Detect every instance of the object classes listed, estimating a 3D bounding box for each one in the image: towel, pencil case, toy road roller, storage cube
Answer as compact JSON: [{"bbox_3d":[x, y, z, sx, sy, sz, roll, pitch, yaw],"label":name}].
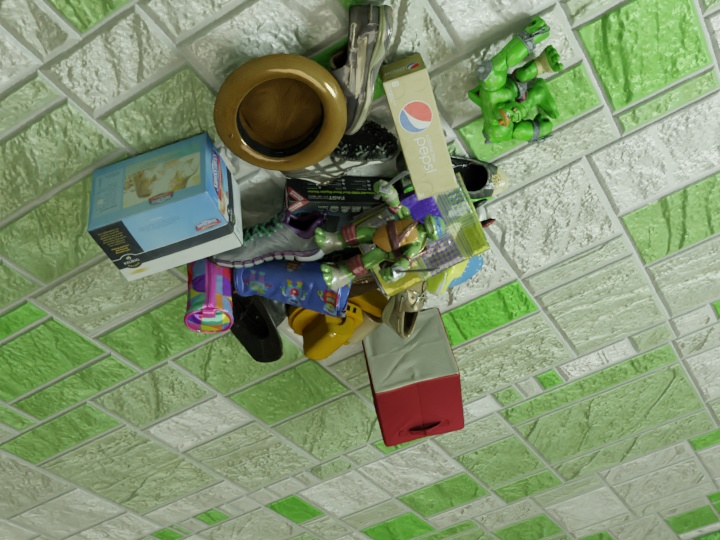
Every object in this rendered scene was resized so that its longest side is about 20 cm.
[{"bbox_3d":[0.093,-0.054,1.415,0.198,0.023,0.145,-24,101,9],"label":"towel"},{"bbox_3d":[-0.245,0.000,1.437,0.087,0.202,0.089,-5,150,-3],"label":"pencil case"},{"bbox_3d":[-0.043,0.097,1.623,0.198,0.147,0.123,24,131,-34],"label":"toy road roller"},{"bbox_3d":[-0.108,0.021,1.438,0.197,0.078,0.088,11,126,12],"label":"pencil case"},{"bbox_3d":[0.100,0.209,1.748,0.168,0.202,0.181,-13,137,-1],"label":"storage cube"}]

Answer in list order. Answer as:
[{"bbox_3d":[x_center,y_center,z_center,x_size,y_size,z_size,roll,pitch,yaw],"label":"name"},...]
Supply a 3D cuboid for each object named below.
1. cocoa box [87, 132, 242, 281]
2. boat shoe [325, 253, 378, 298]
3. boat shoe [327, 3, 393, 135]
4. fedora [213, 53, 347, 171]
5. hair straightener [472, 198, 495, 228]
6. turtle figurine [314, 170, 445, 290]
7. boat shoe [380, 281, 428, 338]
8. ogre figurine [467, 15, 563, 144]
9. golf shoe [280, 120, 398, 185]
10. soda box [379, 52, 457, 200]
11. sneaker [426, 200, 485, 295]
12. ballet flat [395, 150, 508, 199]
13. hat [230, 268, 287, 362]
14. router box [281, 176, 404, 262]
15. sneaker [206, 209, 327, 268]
[{"bbox_3d":[-0.296,-0.096,1.354,0.197,0.135,0.132,-17,140,9],"label":"cocoa box"},{"bbox_3d":[0.000,0.000,1.496,0.197,0.064,0.073,-12,157,10],"label":"boat shoe"},{"bbox_3d":[-0.010,-0.286,1.245,0.072,0.075,0.202,12,128,-9],"label":"boat shoe"},{"bbox_3d":[-0.112,-0.236,1.257,0.197,0.083,0.202,0,136,0],"label":"fedora"},{"bbox_3d":[0.133,-0.089,1.505,0.198,0.078,0.041,-17,-172,41],"label":"hair straightener"},{"bbox_3d":[0.022,-0.054,1.314,0.192,0.200,0.146,-20,97,14],"label":"turtle figurine"},{"bbox_3d":[0.092,0.042,1.571,0.072,0.065,0.201,-24,149,-35],"label":"boat shoe"},{"bbox_3d":[0.228,-0.259,1.301,0.119,0.099,0.201,-25,157,-8],"label":"ogre figurine"},{"bbox_3d":[-0.038,-0.178,1.360,0.197,0.079,0.095,1,151,7],"label":"golf shoe"},{"bbox_3d":[0.086,-0.209,1.307,0.067,0.064,0.202,-17,123,4],"label":"soda box"},{"bbox_3d":[0.184,-0.045,1.574,0.104,0.076,0.201,-10,142,-42],"label":"sneaker"},{"bbox_3d":[0.151,-0.155,1.419,0.197,0.068,0.057,9,174,-17],"label":"ballet flat"},{"bbox_3d":[-0.184,0.061,1.577,0.081,0.200,0.202,-34,154,-34],"label":"hat"},{"bbox_3d":[-0.035,-0.083,1.476,0.197,0.063,0.151,0,141,-11],"label":"router box"},{"bbox_3d":[-0.148,-0.061,1.393,0.197,0.075,0.088,-6,131,-14],"label":"sneaker"}]
